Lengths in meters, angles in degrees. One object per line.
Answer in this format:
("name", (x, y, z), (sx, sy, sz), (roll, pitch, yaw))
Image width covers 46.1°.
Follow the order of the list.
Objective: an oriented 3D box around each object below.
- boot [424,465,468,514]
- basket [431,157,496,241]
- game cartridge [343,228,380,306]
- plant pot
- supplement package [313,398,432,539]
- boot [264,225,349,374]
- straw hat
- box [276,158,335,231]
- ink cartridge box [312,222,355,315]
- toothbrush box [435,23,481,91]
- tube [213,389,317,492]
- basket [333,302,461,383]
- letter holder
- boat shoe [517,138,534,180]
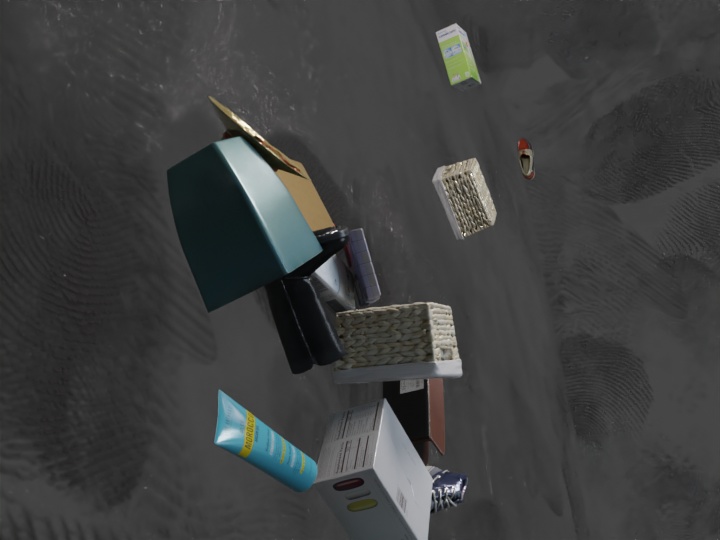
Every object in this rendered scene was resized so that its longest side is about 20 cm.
("boot", (0.145, 0.427, 1.611), (0.200, 0.089, 0.074), (-33, 124, -67))
("basket", (0.304, -0.210, 2.451), (0.202, 0.122, 0.136), (65, 22, -16))
("game cartridge", (0.000, 0.000, 1.579), (0.200, 0.038, 0.132), (123, -45, -83))
("plant pot", (-0.176, -0.075, 1.189), (0.202, 0.140, 0.141), (63, 23, -4))
("supplement package", (0.026, 0.345, 1.379), (0.202, 0.109, 0.157), (60, 24, -27))
("boot", (-0.065, 0.046, 1.297), (0.066, 0.162, 0.203), (-41, 115, -67))
("straw hat", (-0.177, -0.168, 1.297), (0.200, 0.085, 0.201), (39, 6, -5))
("box", (-0.121, -0.130, 1.443), (0.165, 0.021, 0.199), (62, 20, 16))
("ink cartridge box", (-0.066, -0.042, 1.535), (0.160, 0.047, 0.203), (45, 36, -50))
("toothbrush box", (0.351, -0.758, 3.028), (0.145, 0.085, 0.203), (-3, 75, -68))
("tube", (-0.135, 0.243, 1.165), (0.200, 0.050, 0.078), (45, 27, -40))
("basket", (0.063, 0.128, 1.469), (0.135, 0.197, 0.126), (14, 72, -64))
("letter holder", (0.116, 0.281, 1.662), (0.143, 0.099, 0.202), (54, 28, -43))
("boat shoe", (0.740, -0.507, 3.802), (0.062, 0.070, 0.203), (26, 55, -57))
